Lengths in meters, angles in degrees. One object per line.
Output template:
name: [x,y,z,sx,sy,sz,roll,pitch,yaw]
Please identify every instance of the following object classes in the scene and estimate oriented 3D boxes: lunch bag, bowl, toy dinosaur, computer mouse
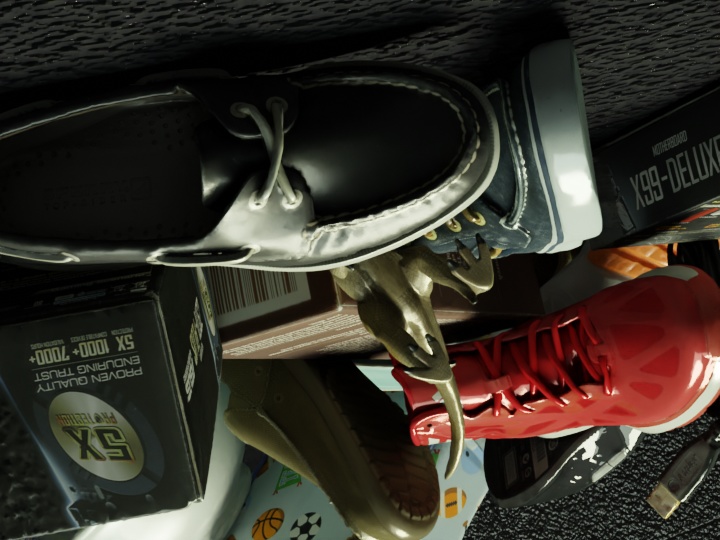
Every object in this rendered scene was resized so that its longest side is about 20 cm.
lunch bag: [-0.004,0.143,1.163,0.159,0.201,0.076,5,143,45]
bowl: [-0.134,0.140,1.174,0.090,0.202,0.201,39,151,-16]
toy dinosaur: [0.014,0.009,0.742,0.058,0.200,0.101,-45,-157,-12]
computer mouse: [0.144,0.085,0.952,0.046,0.141,0.200,22,126,-28]

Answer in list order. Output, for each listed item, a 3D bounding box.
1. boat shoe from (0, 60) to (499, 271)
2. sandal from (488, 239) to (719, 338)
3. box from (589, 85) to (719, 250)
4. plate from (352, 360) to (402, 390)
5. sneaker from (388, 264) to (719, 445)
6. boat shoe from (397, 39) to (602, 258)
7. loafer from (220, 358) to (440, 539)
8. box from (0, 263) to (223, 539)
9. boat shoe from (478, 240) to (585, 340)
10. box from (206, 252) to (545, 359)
boat shoe: [-0.051,-0.037,0.632,0.198,0.075,0.060,-3,177,8]
sandal: [0.151,0.000,1.017,0.206,0.079,0.059,-34,-163,23]
box: [0.228,-0.056,0.867,0.198,0.050,0.157,-5,170,-27]
plate: [0.012,0.050,1.138,0.198,0.026,0.200,0,-171,0]
sneaker: [0.086,0.055,0.880,0.115,0.079,0.200,-10,166,-29]
boat shoe: [0.046,-0.036,0.728,0.090,0.072,0.200,-8,170,3]
loafer: [-0.026,0.078,0.959,0.076,0.200,0.068,22,115,-45]
box: [-0.162,0.041,0.731,0.198,0.087,0.164,-10,-162,1]
boat shoe: [0.121,0.007,1.069,0.200,0.075,0.075,-9,165,-1]
box: [0.000,0.000,0.894,0.099,0.076,0.199,-17,167,30]
